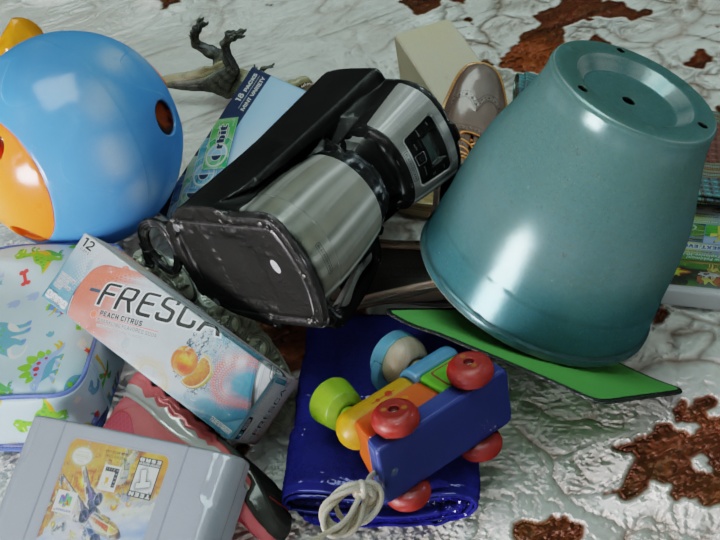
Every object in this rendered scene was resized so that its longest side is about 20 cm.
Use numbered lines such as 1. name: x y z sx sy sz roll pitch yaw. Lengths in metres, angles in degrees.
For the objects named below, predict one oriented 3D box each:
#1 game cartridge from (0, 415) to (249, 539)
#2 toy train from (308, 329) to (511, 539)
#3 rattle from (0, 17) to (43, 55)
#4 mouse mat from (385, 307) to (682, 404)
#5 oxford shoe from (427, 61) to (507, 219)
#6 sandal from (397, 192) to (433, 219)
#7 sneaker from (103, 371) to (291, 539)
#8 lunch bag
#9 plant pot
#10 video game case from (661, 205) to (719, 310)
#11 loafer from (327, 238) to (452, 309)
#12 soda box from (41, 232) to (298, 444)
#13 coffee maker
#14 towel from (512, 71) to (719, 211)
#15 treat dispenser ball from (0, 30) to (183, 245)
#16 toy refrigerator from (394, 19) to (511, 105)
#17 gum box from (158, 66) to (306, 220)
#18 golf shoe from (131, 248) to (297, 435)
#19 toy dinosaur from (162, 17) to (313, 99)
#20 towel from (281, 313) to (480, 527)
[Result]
1. game cartridge: -0.184 0.185 0.990 0.199 0.042 0.134 6 65 30
2. toy train: 0.002 0.116 0.971 0.199 0.085 0.116 -29 37 -27
3. rattle: -0.314 -0.147 1.371 0.129 0.143 0.200 6 34 -8
4. mouse mat: 0.135 0.063 1.048 0.199 0.008 0.161 21 10 34
5. oxford shoe: 0.100 -0.096 1.193 0.071 0.073 0.201 8 77 -2
6. sandal: -0.003 -0.102 1.294 0.211 0.070 0.078 8 44 22
7. sneaker: -0.131 0.163 1.039 0.200 0.074 0.087 34 80 37
8. lunch bag: -0.282 0.062 1.161 0.160 0.083 0.201 -3 41 8
9. plant pot: 0.172 -0.063 1.034 0.199 0.189 0.201 16 35 -12
10. video game case: 0.251 -0.040 1.203 0.199 0.022 0.183 6 44 18
11. loafer: 0.000 0.000 1.125 0.199 0.063 0.072 -4 78 12
12. soda box: -0.149 0.053 1.058 0.200 0.068 0.064 34 89 17
13. coffee maker: -0.048 -0.068 1.070 0.191 0.135 0.200 25 52 26
14. towel: 0.235 -0.119 1.222 0.199 0.022 0.147 10 43 -2
15. treat dispenser ball: -0.263 -0.119 1.245 0.200 0.202 0.201 -6 41 6
16. toy refrigerator: 0.100 -0.165 1.339 0.070 0.076 0.200 -18 40 -8
17. gum box: -0.071 -0.081 1.251 0.200 0.045 0.170 28 83 36
18. golf shoe: -0.114 0.057 1.137 0.200 0.097 0.078 45 100 19
19. toy dinosaur: -0.150 -0.220 1.449 0.199 0.089 0.048 9 34 21
20. towel: 0.020 0.116 1.062 0.147 0.050 0.201 1 41 4
